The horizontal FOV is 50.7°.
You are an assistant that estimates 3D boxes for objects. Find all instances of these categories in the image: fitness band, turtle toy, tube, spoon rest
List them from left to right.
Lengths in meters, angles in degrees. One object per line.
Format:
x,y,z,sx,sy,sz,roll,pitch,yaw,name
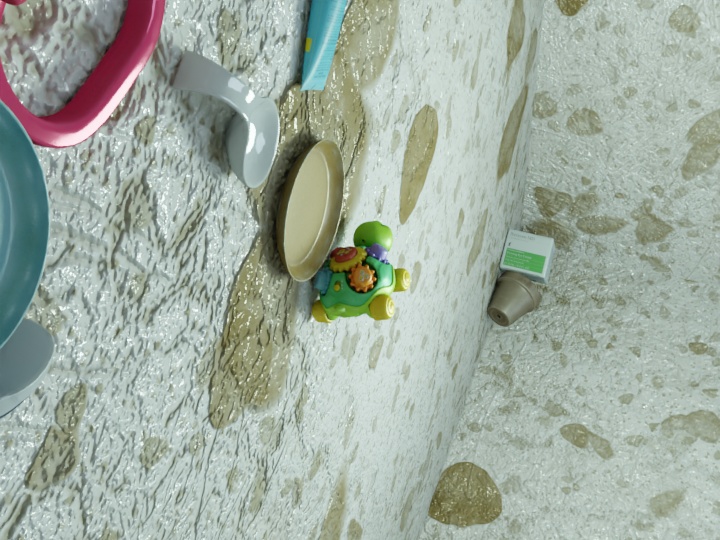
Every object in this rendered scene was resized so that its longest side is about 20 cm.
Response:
-0.211,-0.187,0.564,0.145,0.037,0.202,80,30,-57,fitness band
-0.125,-0.156,0.804,0.200,0.059,0.101,47,59,-68,spoon rest
-0.041,-0.329,0.962,0.077,0.050,0.204,-27,133,-62,tube
0.000,0.000,1.212,0.201,0.143,0.103,-56,132,-48,turtle toy

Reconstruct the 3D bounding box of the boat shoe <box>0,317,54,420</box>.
-0.289,0.106,0.511,0.070,0.070,0.201,-55,-178,36,boat shoe

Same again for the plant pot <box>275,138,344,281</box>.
-0.073,-0.086,1.071,0.200,0.027,0.204,14,89,-73,plant pot

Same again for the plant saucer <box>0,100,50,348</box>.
-0.276,-0.023,0.468,0.199,0.027,0.205,10,90,-68,plant saucer

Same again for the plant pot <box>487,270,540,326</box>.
0.615,0.132,3.124,0.175,0.198,0.202,-46,150,-26,plant pot

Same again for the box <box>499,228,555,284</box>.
0.706,-0.057,3.196,0.200,0.195,0.175,31,74,-71,box
